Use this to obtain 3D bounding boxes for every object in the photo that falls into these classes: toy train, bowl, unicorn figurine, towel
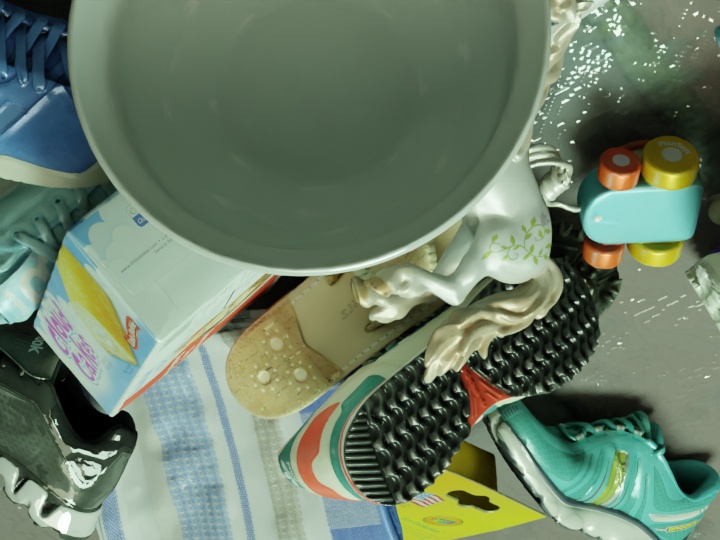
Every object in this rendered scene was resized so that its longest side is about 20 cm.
[{"bbox_3d":[0.174,-0.084,1.072,0.199,0.056,0.150,-30,131,22],"label":"toy train"},{"bbox_3d":[-0.020,-0.087,0.890,0.199,0.203,0.090,-6,167,0],"label":"bowl"},{"bbox_3d":[0.051,-0.056,0.981,0.136,0.074,0.201,-19,126,-9],"label":"unicorn figurine"},{"bbox_3d":[-0.078,0.097,1.161,0.198,0.024,0.148,-9,99,31],"label":"towel"}]

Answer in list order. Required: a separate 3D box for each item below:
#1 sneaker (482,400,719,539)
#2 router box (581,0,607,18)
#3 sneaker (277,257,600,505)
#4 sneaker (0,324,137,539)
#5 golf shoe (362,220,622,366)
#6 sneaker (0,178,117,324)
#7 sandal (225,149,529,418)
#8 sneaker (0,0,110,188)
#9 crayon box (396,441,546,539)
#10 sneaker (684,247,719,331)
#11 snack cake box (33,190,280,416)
[{"bbox_3d":[0.146,0.115,1.291,0.199,0.078,0.080,30,108,-40],"label":"sneaker"},{"bbox_3d":[0.010,-0.153,0.973,0.199,0.049,0.179,-33,132,27],"label":"router box"},{"bbox_3d":[0.037,0.054,1.081,0.093,0.199,0.071,-10,111,50],"label":"sneaker"},{"bbox_3d":[-0.204,0.058,1.154,0.200,0.067,0.091,39,109,-9],"label":"sneaker"},{"bbox_3d":[0.050,0.026,1.179,0.198,0.078,0.088,-18,165,7],"label":"golf shoe"},{"bbox_3d":[-0.163,-0.011,1.084,0.199,0.082,0.074,-27,136,17],"label":"sneaker"},{"bbox_3d":[0.004,0.004,1.049,0.078,0.070,0.212,44,110,1],"label":"sandal"},{"bbox_3d":[-0.172,-0.102,0.966,0.198,0.077,0.112,4,146,21],"label":"sneaker"},{"bbox_3d":[-0.005,0.131,1.241,0.198,0.051,0.127,-15,155,28],"label":"crayon box"},{"bbox_3d":[0.232,0.003,1.108,0.099,0.070,0.200,-32,176,5],"label":"sneaker"},{"bbox_3d":[-0.088,-0.004,1.017,0.115,0.067,0.200,-41,178,-19],"label":"snack cake box"}]
